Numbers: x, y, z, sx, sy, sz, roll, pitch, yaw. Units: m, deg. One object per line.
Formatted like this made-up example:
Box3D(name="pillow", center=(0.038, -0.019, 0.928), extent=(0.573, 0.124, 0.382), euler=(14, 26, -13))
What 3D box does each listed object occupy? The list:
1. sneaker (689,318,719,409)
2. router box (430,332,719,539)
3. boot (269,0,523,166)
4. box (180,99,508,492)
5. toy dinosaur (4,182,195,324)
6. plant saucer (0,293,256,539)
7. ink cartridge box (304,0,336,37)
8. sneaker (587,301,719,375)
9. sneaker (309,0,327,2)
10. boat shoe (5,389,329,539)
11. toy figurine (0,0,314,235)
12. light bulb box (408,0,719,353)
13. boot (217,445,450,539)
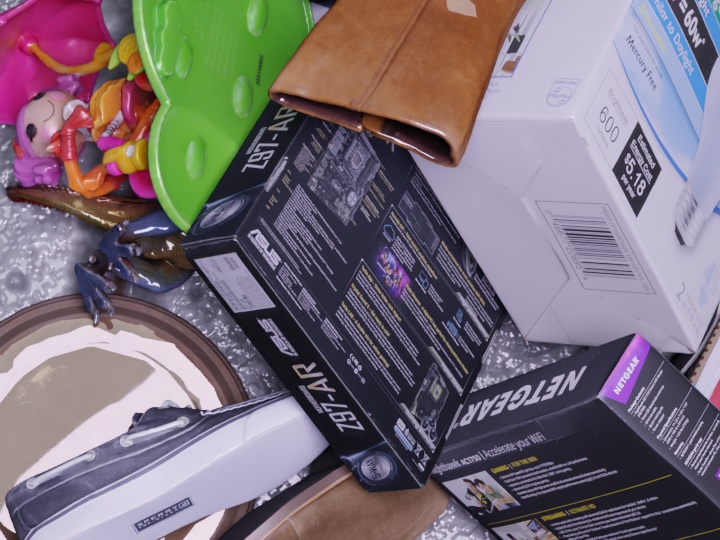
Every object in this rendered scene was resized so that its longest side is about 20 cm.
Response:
Box3D(name="sneaker", center=(0.255, 0.074, 1.300), extent=(0.112, 0.071, 0.201), euler=(25, 71, 13))
Box3D(name="router box", center=(0.138, 0.119, 1.226), extent=(0.149, 0.200, 0.051), euler=(43, 60, -13))
Box3D(name="boot", center=(0.006, -0.163, 1.165), extent=(0.188, 0.069, 0.201), euler=(26, 67, 9))
Box3D(name="box", center=(0.000, 0.000, 1.237), extent=(0.200, 0.043, 0.161), euler=(54, 46, -30))
Box3D(name="toy dinosaur", center=(-0.077, -0.033, 1.301), extent=(0.181, 0.105, 0.200), euler=(-24, 63, -36))
Box3D(name="plant saucer", center=(-0.157, 0.110, 1.292), extent=(0.199, 0.029, 0.201), euler=(2, 79, -8))
Box3D(name="ink cartridge box", center=(0.017, -0.175, 1.338), extent=(0.145, 0.083, 0.201), euler=(-3, 81, -8))
Box3D(name="sneaker", center=(0.206, -0.005, 1.332), extent=(0.075, 0.088, 0.201), euler=(24, 77, -3))
Box3D(name="sneaker", center=(0.017, -0.249, 1.281), extent=(0.199, 0.060, 0.104), euler=(-37, 84, -16))
Box3D(name="boat shoe", center=(-0.107, 0.106, 1.253), extent=(0.199, 0.072, 0.068), euler=(-27, 60, -8))
Box3D(name="toy figurine", center=(-0.144, -0.101, 1.260), extent=(0.150, 0.183, 0.201), euler=(30, 60, -45))
Box3D(name="light bulb box", center=(0.142, -0.093, 1.248), extent=(0.199, 0.124, 0.201), euler=(56, 51, -39))
Box3D(name="boot", center=(-0.027, 0.158, 1.269), extent=(0.200, 0.074, 0.076), euler=(-35, 97, -27))
